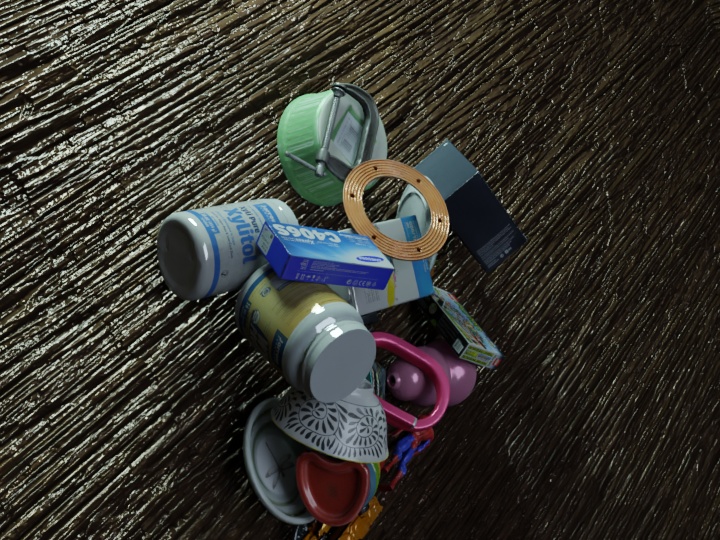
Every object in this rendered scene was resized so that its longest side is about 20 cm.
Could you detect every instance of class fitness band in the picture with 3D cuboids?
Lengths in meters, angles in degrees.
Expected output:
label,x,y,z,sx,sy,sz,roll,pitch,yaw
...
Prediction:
label,x,y,z,sx,sy,sz,roll,pitch,yaw
fitness band,0.064,0.190,1.595,0.197,0.037,0.145,30,56,-7

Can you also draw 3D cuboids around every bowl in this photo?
label,x,y,z,sx,sy,sz,roll,pitch,yaw
bowl,-0.034,0.211,1.441,0.198,0.200,0.096,12,102,-42

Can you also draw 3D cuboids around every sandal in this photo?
label,x,y,z,sx,sy,sz,roll,pitch,yaw
sandal,-0.008,0.102,1.587,0.200,0.075,0.044,-12,87,-70

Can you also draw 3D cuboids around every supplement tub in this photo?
label,x,y,z,sx,sy,sz,roll,pitch,yaw
supplement tub,-0.202,-0.036,1.429,0.198,0.130,0.135,-15,94,-44
supplement tub,-0.082,0.088,1.380,0.143,0.199,0.147,-24,132,-29

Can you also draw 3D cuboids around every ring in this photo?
label,x,y,z,sx,sy,sz,roll,pitch,yaw
ring,0.059,-0.101,1.561,0.196,0.019,0.204,12,55,-18

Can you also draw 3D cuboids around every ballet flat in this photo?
label,x,y,z,sx,sy,sz,roll,pitch,yaw
ballet flat,0.023,0.257,1.646,0.073,0.073,0.205,6,82,-43

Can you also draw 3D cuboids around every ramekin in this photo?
label,x,y,z,sx,sy,sz,roll,pitch,yaw
ramekin,-0.043,-0.222,1.637,0.197,0.097,0.205,9,77,-43

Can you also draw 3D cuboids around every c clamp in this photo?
label,x,y,z,sx,sy,sz,roll,pitch,yaw
c clamp,-0.033,-0.235,1.561,0.170,0.027,0.204,35,61,-35

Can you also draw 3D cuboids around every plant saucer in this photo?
label,x,y,z,sx,sy,sz,roll,pitch,yaw
plant saucer,-0.127,0.307,1.477,0.199,0.050,0.204,37,41,-39

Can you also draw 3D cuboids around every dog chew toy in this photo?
label,x,y,z,sx,sy,sz,roll,pitch,yaw
dog chew toy,0.124,0.193,1.712,0.197,0.123,0.128,-1,84,-44

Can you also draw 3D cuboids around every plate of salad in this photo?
label,x,y,z,sx,sy,sz,roll,pitch,yaw
plate of salad,0.110,-0.071,1.695,0.047,0.200,0.205,4,79,-21

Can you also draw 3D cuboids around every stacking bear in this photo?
label,x,y,z,sx,sy,sz,roll,pitch,yaw
stacking bear,-0.014,0.319,1.494,0.200,0.119,0.117,-27,121,-69

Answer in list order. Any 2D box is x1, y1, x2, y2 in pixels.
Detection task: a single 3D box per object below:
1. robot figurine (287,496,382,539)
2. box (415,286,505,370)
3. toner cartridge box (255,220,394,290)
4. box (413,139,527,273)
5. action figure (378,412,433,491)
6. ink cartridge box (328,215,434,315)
label,x,y,z,sx,sy,sz,roll,pitch,yaw
robot figurine,-0.046,0.427,1.552,0.200,0.058,0.147,-41,111,-41
box,0.180,0.102,1.753,0.109,0.201,0.035,21,112,-40
toner cartridge box,-0.052,-0.022,1.404,0.197,0.095,0.044,7,121,-38
box,0.205,-0.126,1.788,0.103,0.201,0.183,-37,116,6
action figure,0.086,0.322,1.707,0.199,0.051,0.067,-39,115,-46
ink cartridge box,0.000,0.000,1.607,0.198,0.146,0.148,-14,91,-44
